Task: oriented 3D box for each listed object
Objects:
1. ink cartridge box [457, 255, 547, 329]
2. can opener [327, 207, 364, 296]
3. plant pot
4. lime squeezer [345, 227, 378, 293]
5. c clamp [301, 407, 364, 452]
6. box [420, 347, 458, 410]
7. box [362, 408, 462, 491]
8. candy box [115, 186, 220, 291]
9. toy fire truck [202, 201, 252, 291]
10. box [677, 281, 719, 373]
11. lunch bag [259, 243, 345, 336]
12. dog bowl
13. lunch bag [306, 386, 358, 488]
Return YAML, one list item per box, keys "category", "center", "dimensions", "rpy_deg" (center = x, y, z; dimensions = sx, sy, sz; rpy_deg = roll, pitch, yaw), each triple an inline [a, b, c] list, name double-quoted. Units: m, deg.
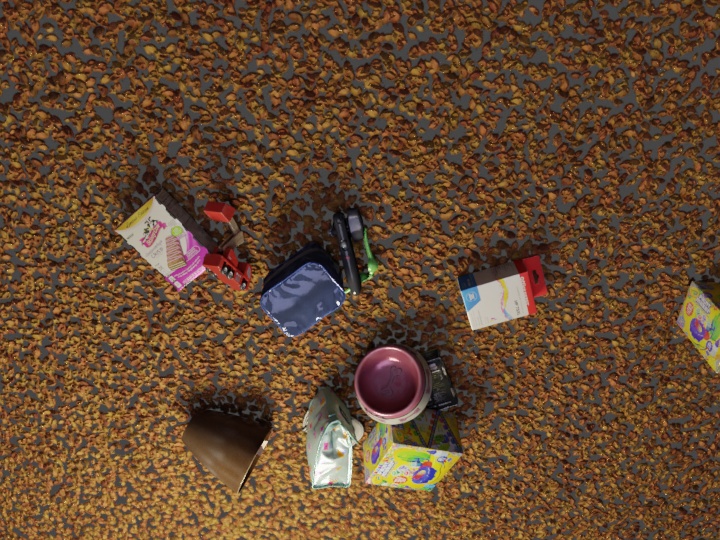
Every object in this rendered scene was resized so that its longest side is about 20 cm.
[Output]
- category: "ink cartridge box"
  center: [0.340, 0.051, 1.429]
  dimensions: [0.198, 0.067, 0.117]
  rpy_deg: [-17, 116, 9]
- category: "can opener"
  center: [-0.026, -0.039, 1.376]
  dimensions: [0.078, 0.063, 0.202]
  rpy_deg: [-4, 104, 15]
- category: "plant pot"
  center: [-0.362, 0.454, 1.607]
  dimensions: [0.199, 0.187, 0.188]
  rpy_deg: [27, 116, 4]
- category: "lime squeezer"
  center: [0.000, 0.000, 1.427]
  dimensions: [0.070, 0.038, 0.201]
  rpy_deg: [19, 117, -8]
- category: "c clamp"
  center: [-0.082, 0.447, 1.665]
  dimensions: [0.171, 0.027, 0.200]
  rpy_deg: [-42, 109, 19]
- category: "box"
  center: [0.135, 0.301, 1.574]
  dimensions: [0.198, 0.049, 0.161]
  rpy_deg: [-19, 113, 12]
- category: "box"
  center: [0.129, 0.460, 1.579]
  dimensions: [0.191, 0.123, 0.201]
  rpy_deg: [12, 131, -15]
- category: "candy box"
  center: [-0.433, -0.069, 1.387]
  dimensions: [0.136, 0.061, 0.200]
  rpy_deg: [-35, 111, 18]
- category: "toy fire truck"
  center: [-0.296, -0.051, 1.371]
  dimensions: [0.048, 0.142, 0.200]
  rpy_deg: [7, 159, 21]
- category: "box"
  center: [0.868, 0.129, 1.376]
  dimensions: [0.190, 0.201, 0.123]
  rpy_deg: [5, 119, -1]
- category: "lunch bag"
  center: [-0.137, 0.045, 1.399]
  dimensions: [0.199, 0.133, 0.136]
  rpy_deg: [-33, 111, 11]
- category: "dog bowl"
  center: [0.074, 0.270, 1.478]
  dimensions: [0.198, 0.202, 0.074]
  rpy_deg: [-15, 161, 9]
- category: "lunch bag"
  center: [-0.076, 0.421, 1.553]
  dimensions: [0.121, 0.171, 0.202]
  rpy_deg: [1, 110, -11]
